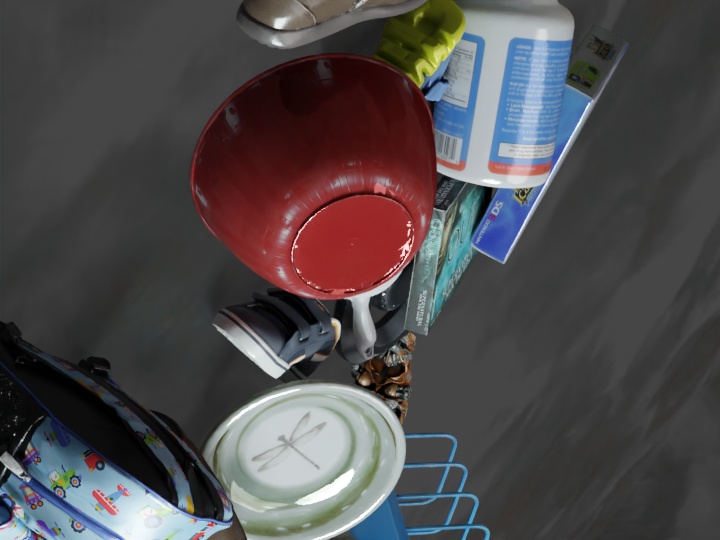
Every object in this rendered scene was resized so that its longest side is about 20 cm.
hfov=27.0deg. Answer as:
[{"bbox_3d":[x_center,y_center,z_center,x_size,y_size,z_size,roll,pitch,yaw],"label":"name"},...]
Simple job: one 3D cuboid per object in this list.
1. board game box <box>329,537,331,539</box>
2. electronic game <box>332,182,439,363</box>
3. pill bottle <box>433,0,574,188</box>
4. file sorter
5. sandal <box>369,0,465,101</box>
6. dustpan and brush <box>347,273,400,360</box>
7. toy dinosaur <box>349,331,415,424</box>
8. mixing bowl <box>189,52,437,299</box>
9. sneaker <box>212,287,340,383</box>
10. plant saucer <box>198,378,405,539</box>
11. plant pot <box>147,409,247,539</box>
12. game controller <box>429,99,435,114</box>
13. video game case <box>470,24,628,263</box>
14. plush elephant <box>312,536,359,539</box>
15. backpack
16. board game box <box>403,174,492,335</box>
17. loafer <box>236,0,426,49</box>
[{"bbox_3d":[-0.018,0.392,1.791,0.046,0.152,0.200,-32,155,1],"label":"board game box"},{"bbox_3d":[0.033,0.002,1.500,0.200,0.042,0.200,-48,154,-32],"label":"electronic game"},{"bbox_3d":[0.126,-0.181,1.309,0.112,0.112,0.200,-18,121,-54],"label":"pill bottle"},{"bbox_3d":[0.069,0.301,1.737,0.123,0.200,0.139,0,131,-18],"label":"file sorter"},{"bbox_3d":[0.016,-0.138,1.244,0.200,0.079,0.087,-44,158,-19],"label":"sandal"},{"bbox_3d":[0.000,0.000,1.380,0.139,0.057,0.200,-27,117,-29],"label":"dustpan and brush"},{"bbox_3d":[0.020,0.154,1.632,0.136,0.102,0.200,-53,141,-49],"label":"toy dinosaur"},{"bbox_3d":[-0.022,-0.051,1.136,0.200,0.108,0.200,-11,133,-12],"label":"mixing bowl"},{"bbox_3d":[-0.071,0.050,1.331,0.079,0.078,0.200,-48,167,-2],"label":"sneaker"},{"bbox_3d":[-0.059,0.169,1.384,0.200,0.050,0.200,-8,127,-12],"label":"plant saucer"},{"bbox_3d":[-0.182,0.219,1.256,0.187,0.187,0.200,-37,139,-34],"label":"plant pot"},{"bbox_3d":[0.130,-0.183,1.436,0.200,0.042,0.104,-33,149,-41],"label":"game controller"},{"bbox_3d":[0.189,-0.129,1.506,0.200,0.045,0.181,-64,173,32],"label":"video game case"},{"bbox_3d":[-0.083,0.268,1.499,0.165,0.155,0.200,-42,153,-25],"label":"plush elephant"},{"bbox_3d":[-0.198,0.149,1.070,0.135,0.200,0.183,-54,157,-1],"label":"backpack"},{"bbox_3d":[0.092,-0.043,1.464,0.200,0.028,0.135,-54,155,-56],"label":"board game box"},{"bbox_3d":[-0.002,-0.223,1.091,0.200,0.073,0.071,-34,151,-38],"label":"loafer"}]
